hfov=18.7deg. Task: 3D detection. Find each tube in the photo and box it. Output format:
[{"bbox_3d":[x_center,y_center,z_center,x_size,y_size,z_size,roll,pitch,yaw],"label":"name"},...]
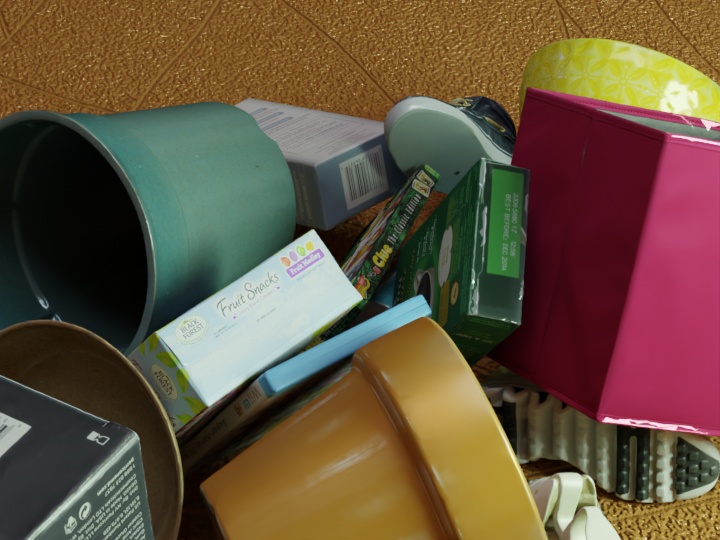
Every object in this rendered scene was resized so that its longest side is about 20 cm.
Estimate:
[{"bbox_3d":[0.057,-0.001,1.777,0.077,0.051,0.200,-6,25,34],"label":"tube"}]

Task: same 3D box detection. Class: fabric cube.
[{"bbox_3d":[0.222,-0.005,1.563,0.195,0.201,0.200,7,11,-27],"label":"fabric cube"}]

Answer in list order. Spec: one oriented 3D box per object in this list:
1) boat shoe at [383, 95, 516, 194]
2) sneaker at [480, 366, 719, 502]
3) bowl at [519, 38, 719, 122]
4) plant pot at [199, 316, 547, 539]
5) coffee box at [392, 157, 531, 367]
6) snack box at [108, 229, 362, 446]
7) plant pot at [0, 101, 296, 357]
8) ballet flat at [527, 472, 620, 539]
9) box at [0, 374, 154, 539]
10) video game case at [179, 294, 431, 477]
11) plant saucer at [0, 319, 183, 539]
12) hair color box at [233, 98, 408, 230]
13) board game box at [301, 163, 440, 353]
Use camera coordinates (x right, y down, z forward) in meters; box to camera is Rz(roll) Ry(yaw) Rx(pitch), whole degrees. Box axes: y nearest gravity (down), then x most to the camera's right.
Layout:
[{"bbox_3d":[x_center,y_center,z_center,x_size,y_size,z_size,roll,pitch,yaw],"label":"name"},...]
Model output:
[{"bbox_3d":[0.076,-0.114,1.840,0.071,0.200,0.091,-36,51,20],"label":"boat shoe"},{"bbox_3d":[0.169,0.111,1.594,0.198,0.076,0.081,14,27,19],"label":"sneaker"},{"bbox_3d":[0.216,-0.094,1.833,0.199,0.200,0.108,14,67,19],"label":"bowl"},{"bbox_3d":[0.002,0.159,1.424,0.182,0.201,0.200,-24,38,-9],"label":"plant pot"},{"bbox_3d":[0.069,0.011,1.596,0.044,0.200,0.124,11,67,-13],"label":"coffee box"},{"bbox_3d":[-0.115,0.072,1.533,0.168,0.200,0.068,-34,87,-43],"label":"snack box"},{"bbox_3d":[-0.162,-0.037,1.628,0.199,0.202,0.195,24,28,31],"label":"plant pot"},{"bbox_3d":[0.149,0.183,1.474,0.067,0.076,0.200,-10,34,-14],"label":"ballet flat"},{"bbox_3d":[-0.235,0.173,1.363,0.195,0.201,0.117,20,45,27],"label":"box"},{"bbox_3d":[-0.048,0.086,1.539,0.142,0.200,0.018,-25,80,-34],"label":"video game case"},{"bbox_3d":[-0.190,0.129,1.456,0.199,0.202,0.035,20,20,27],"label":"plant saucer"},{"bbox_3d":[-0.064,-0.093,1.861,0.099,0.061,0.199,-27,28,-36],"label":"hair color box"},{"bbox_3d":[0.000,0.000,1.732,0.023,0.105,0.200,36,37,-4],"label":"board game box"}]
